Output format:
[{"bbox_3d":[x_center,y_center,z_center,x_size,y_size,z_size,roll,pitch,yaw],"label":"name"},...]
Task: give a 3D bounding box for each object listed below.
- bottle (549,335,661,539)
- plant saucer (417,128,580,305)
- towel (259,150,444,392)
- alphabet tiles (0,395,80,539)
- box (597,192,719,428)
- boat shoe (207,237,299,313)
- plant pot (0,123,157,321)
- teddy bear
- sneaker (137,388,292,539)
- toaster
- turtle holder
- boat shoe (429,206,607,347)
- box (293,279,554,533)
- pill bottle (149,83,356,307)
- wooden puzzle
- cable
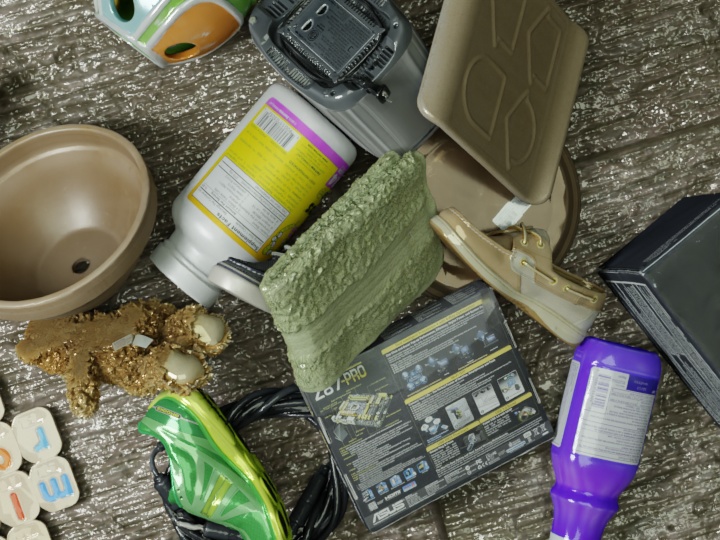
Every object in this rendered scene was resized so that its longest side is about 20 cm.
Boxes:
[{"bbox_3d":[0.222,0.166,1.473,0.083,0.065,0.202,12,92,-15],"label":"bottle"},{"bbox_3d":[0.111,-0.065,1.483,0.198,0.029,0.202,0,91,-2],"label":"plant saucer"},{"bbox_3d":[0.000,0.000,1.380,0.200,0.036,0.149,-43,135,-25],"label":"towel"},{"bbox_3d":[-0.370,0.205,1.483,0.199,0.015,0.197,-20,92,-1],"label":"alphabet tiles"},{"bbox_3d":[0.332,0.040,1.407,0.123,0.198,0.200,-39,93,-2],"label":"box"},{"bbox_3d":[-0.056,-0.005,1.407,0.074,0.200,0.093,26,92,30],"label":"boat shoe"},{"bbox_3d":[-0.268,-0.026,1.420,0.199,0.093,0.202,-10,53,13],"label":"plant pot"},{"bbox_3d":[-0.211,0.077,1.423,0.198,0.146,0.067,-10,133,11],"label":"teddy bear"},{"bbox_3d":[-0.128,0.196,1.420,0.083,0.074,0.201,-35,87,2],"label":"sneaker"},{"bbox_3d":[0.001,-0.182,1.398,0.114,0.129,0.200,-47,52,1],"label":"toaster"},{"bbox_3d":[-0.185,-0.269,1.411,0.185,0.141,0.132,36,91,-3],"label":"turtle holder"},{"bbox_3d":[0.147,-0.009,1.430,0.200,0.074,0.069,36,97,-31],"label":"boat shoe"},{"bbox_3d":[0.060,0.125,1.454,0.199,0.049,0.162,-27,105,-7],"label":"box"},{"bbox_3d":[-0.102,-0.065,1.439,0.104,0.104,0.200,41,91,-2],"label":"pill bottle"},{"bbox_3d":[0.123,-0.179,1.409,0.046,0.200,0.187,3,70,39],"label":"wooden puzzle"},{"bbox_3d":[-0.088,0.197,1.474,0.199,0.051,0.164,-25,92,-1],"label":"cable"}]
